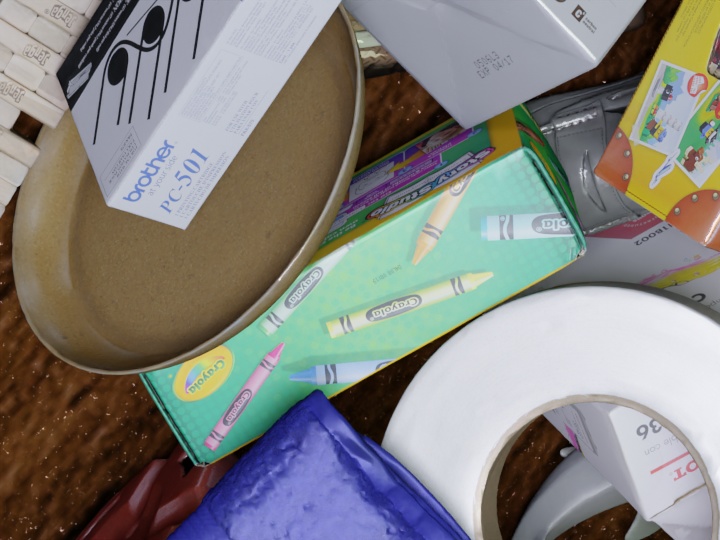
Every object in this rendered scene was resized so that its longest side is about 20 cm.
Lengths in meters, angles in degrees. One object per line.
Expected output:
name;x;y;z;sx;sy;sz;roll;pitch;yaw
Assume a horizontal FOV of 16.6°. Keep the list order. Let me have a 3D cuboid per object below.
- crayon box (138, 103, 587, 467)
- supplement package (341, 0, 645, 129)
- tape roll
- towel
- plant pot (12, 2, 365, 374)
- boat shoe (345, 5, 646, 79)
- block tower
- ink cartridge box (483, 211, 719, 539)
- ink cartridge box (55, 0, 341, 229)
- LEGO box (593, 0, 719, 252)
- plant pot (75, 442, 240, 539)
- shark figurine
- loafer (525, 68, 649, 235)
crayon box;0.000;0.000;1.120;0.199;0.119;0.058;-29;105;9
supplement package;0.086;-0.184;1.090;0.120;0.121;0.200;44;64;-12
tape roll;0.105;0.105;1.066;0.201;0.037;0.205;1;93;15
towel;-0.038;0.168;1.042;0.200;0.050;0.148;-43;88;-2
plant pot;-0.072;-0.043;1.085;0.027;0.200;0.201;32;92;-44
boat shoe;0.037;-0.135;1.163;0.199;0.072;0.077;-12;94;-24
block tower;-0.169;-0.072;1.114;0.058;0.054;0.201;30;92;-20
ink cartridge box;0.148;0.041;1.155;0.116;0.200;0.068;-29;119;-9
ink cartridge box;-0.052;-0.124;1.025;0.044;0.094;0.200;17;121;-36
LEGO box;0.215;-0.101;1.105;0.148;0.077;0.201;15;106;-47
plant pot;-0.049;0.194;1.148;0.195;0.201;0.201;41;89;-13
shark figurine;0.135;0.115;1.235;0.214;0.089;0.129;-32;108;-10
loafer;0.119;-0.056;1.197;0.199;0.070;0.070;-26;109;-9
